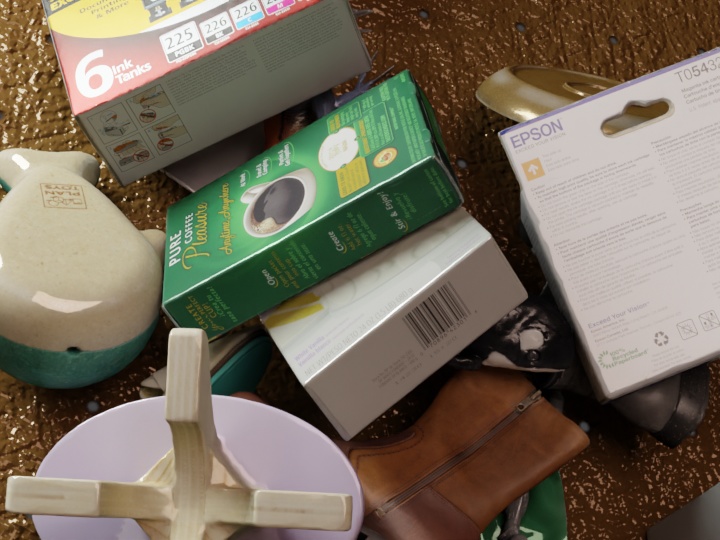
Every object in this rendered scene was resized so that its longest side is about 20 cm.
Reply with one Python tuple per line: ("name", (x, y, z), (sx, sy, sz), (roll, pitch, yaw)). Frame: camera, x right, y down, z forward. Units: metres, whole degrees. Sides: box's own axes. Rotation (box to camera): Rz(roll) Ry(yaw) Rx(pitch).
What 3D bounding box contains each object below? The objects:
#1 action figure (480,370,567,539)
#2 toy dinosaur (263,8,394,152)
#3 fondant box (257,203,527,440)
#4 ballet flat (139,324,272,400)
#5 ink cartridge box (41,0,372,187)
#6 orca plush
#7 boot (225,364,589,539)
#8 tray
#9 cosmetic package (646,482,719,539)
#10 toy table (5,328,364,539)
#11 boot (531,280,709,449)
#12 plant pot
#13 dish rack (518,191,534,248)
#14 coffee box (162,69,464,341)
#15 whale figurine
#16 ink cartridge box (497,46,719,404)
("action figure", (0.110, 0.107, 0.947), (0.117, 0.055, 0.202), (20, 54, -5))
("toy dinosaur", (-0.049, -0.148, 0.986), (0.198, 0.106, 0.182), (-24, 52, -21))
("fondant box", (0.000, 0.000, 0.858), (0.144, 0.200, 0.058), (-38, 122, -1))
("ballet flat", (-0.132, 0.106, 0.859), (0.069, 0.070, 0.201), (33, 58, 1))
("ink cartridge box", (-0.117, -0.184, 0.936), (0.198, 0.084, 0.177), (-25, 53, 1))
("orca plush", (0.058, 0.006, 0.909), (0.199, 0.072, 0.105), (26, 29, 31))
("boot", (0.028, 0.104, 0.862), (0.188, 0.069, 0.200), (39, 58, 20))
("tray", (-0.082, -0.078, 0.995), (0.199, 0.022, 0.108), (34, 58, 1))
("cosmetic package", (0.330, 0.231, 0.886), (0.198, 0.167, 0.169), (6, 61, -17))
("toy table", (-0.098, 0.133, 0.739), (0.197, 0.117, 0.186), (-9, 80, 0))
("boot", (0.198, 0.028, 0.985), (0.131, 0.070, 0.201), (27, 40, -8))
("plant pot", (0.190, -0.130, 1.042), (0.197, 0.028, 0.200), (11, 18, -4))
("dish rack", (0.200, -0.071, 1.029), (0.152, 0.055, 0.201), (15, 37, 1))
("coffee box", (-0.036, -0.042, 0.849), (0.199, 0.044, 0.123), (-29, 33, 11))
("whale figurine", (-0.206, -0.003, 0.883), (0.157, 0.105, 0.201), (0, 39, -22))
("ink cartridge box", (0.219, -0.035, 0.915), (0.194, 0.043, 0.202), (-20, 78, -4))
